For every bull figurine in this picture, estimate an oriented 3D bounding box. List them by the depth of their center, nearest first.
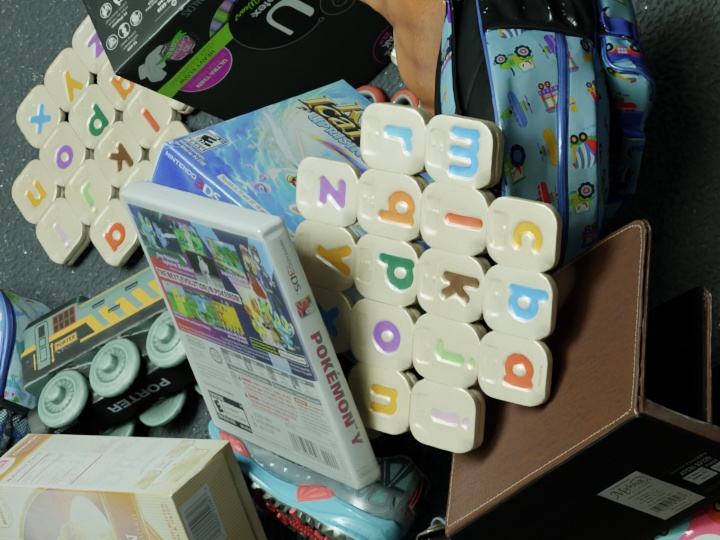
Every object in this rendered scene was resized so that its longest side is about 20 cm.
[{"bbox_3d":[0.045,-0.165,1.606,0.121,0.065,0.201,19,131,44],"label":"bull figurine"}]

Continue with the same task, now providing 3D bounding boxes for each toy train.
[{"bbox_3d":[-0.168,0.056,1.757,0.199,0.085,0.114,-29,51,23],"label":"toy train"}]

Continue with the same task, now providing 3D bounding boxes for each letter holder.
[{"bbox_3d":[0.148,0.076,1.410,0.200,0.100,0.143,-40,36,49],"label":"letter holder"}]

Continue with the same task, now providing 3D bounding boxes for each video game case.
[{"bbox_3d":[-0.072,0.037,1.499,0.200,0.023,0.183,17,132,59],"label":"video game case"},{"bbox_3d":[-0.008,-0.038,1.567,0.200,0.181,0.046,39,128,25],"label":"video game case"}]

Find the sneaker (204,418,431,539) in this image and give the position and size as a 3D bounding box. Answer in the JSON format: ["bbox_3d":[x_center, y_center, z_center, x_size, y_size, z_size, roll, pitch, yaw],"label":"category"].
[{"bbox_3d":[-0.025,0.136,1.640,0.096,0.079,0.200,-48,45,-14],"label":"sneaker"}]

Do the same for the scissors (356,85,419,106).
[{"bbox_3d":[-0.015,-0.044,1.709,0.073,0.014,0.201,26,92,39],"label":"scissors"}]

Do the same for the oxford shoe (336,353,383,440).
[{"bbox_3d":[-0.037,0.082,1.598,0.200,0.070,0.075,36,108,59],"label":"oxford shoe"}]

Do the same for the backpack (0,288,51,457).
[{"bbox_3d":[-0.327,0.101,1.833,0.182,0.147,0.201,2,72,35],"label":"backpack"}]

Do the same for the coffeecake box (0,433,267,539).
[{"bbox_3d":[-0.160,0.200,1.664,0.199,0.073,0.154,-1,118,39],"label":"coffeecake box"}]

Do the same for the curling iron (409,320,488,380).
[{"bbox_3d":[0.070,0.049,1.574,0.199,0.050,0.026,-32,90,14],"label":"curling iron"}]

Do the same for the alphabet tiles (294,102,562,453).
[{"bbox_3d":[0.037,0.004,1.414,0.195,0.015,0.201,12,105,37],"label":"alphabet tiles"}]

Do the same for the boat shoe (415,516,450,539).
[{"bbox_3d":[0.073,0.191,1.528,0.200,0.072,0.072,-54,51,13],"label":"boat shoe"}]

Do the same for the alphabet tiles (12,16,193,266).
[{"bbox_3d":[-0.198,-0.106,1.869,0.200,0.015,0.196,-50,51,16],"label":"alphabet tiles"}]

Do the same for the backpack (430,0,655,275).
[{"bbox_3d":[0.111,-0.081,1.483,0.183,0.134,0.201,95,171,-45],"label":"backpack"}]

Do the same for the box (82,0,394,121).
[{"bbox_3d":[-0.082,-0.199,1.688,0.148,0.200,0.125,-41,56,22],"label":"box"}]

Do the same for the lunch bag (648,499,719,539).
[{"bbox_3d":[0.236,0.162,1.399,0.176,0.082,0.201,17,88,41],"label":"lunch bag"}]
